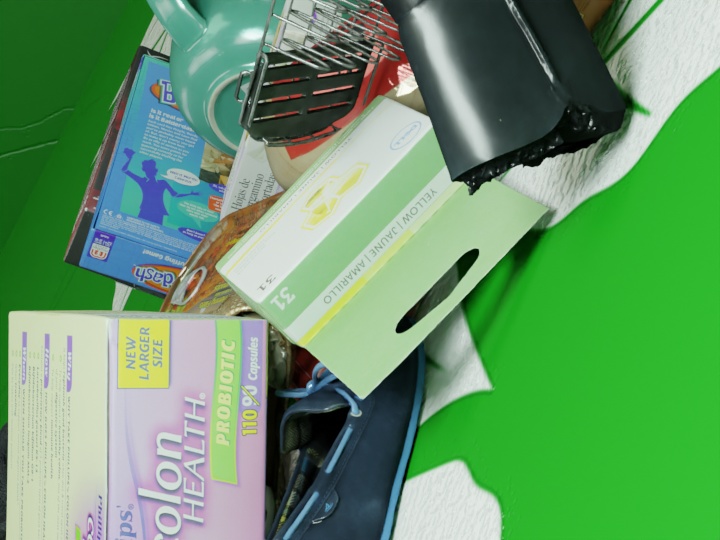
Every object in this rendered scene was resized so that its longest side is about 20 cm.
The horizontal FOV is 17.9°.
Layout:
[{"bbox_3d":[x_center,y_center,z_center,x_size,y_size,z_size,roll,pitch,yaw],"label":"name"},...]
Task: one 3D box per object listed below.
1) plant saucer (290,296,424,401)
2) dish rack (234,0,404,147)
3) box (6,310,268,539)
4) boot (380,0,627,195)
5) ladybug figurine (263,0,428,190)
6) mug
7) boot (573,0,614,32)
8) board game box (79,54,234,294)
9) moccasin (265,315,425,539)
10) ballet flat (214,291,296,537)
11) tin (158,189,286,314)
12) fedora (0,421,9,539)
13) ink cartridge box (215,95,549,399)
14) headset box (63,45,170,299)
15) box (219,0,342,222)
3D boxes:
[{"bbox_3d":[0.000,0.000,1.442,0.201,0.036,0.200,-65,14,4],"label":"plant saucer"},{"bbox_3d":[0.002,-0.159,1.269,0.153,0.054,0.201,-16,-52,-59],"label":"dish rack"},{"bbox_3d":[-0.133,0.113,1.329,0.200,0.096,0.178,179,92,-66],"label":"box"},{"bbox_3d":[0.089,-0.144,1.171,0.199,0.169,0.076,-28,0,-34],"label":"boot"},{"bbox_3d":[0.011,-0.123,1.430,0.199,0.072,0.136,-33,12,29],"label":"ladybug figurine"},{"bbox_3d":[-0.080,-0.154,1.682,0.153,0.183,0.115,103,173,-46],"label":"mug"},{"bbox_3d":[0.092,-0.161,1.310,0.156,0.076,0.200,-63,26,-2],"label":"boot"},{"bbox_3d":[-0.116,-0.062,1.717,0.201,0.151,0.045,-79,11,-45],"label":"board game box"},{"bbox_3d":[-0.010,0.089,1.264,0.081,0.068,0.201,-53,19,40],"label":"moccasin"},{"bbox_3d":[-0.076,0.109,1.381,0.065,0.070,0.202,94,178,-86],"label":"ballet flat"},{"bbox_3d":[-0.079,0.010,1.517,0.112,0.042,0.200,-60,18,-20],"label":"tin"},{"bbox_3d":[-0.207,0.158,1.552,0.201,0.091,0.202,-48,31,41],"label":"fedora"},{"bbox_3d":[0.006,-0.018,1.269,0.146,0.048,0.200,-46,20,-4],"label":"ink cartridge box"},{"bbox_3d":[-0.138,-0.060,1.800,0.075,0.148,0.201,121,167,-50],"label":"headset box"},{"bbox_3d":[-0.056,-0.102,1.561,0.201,0.038,0.042,112,169,-47],"label":"box"}]
